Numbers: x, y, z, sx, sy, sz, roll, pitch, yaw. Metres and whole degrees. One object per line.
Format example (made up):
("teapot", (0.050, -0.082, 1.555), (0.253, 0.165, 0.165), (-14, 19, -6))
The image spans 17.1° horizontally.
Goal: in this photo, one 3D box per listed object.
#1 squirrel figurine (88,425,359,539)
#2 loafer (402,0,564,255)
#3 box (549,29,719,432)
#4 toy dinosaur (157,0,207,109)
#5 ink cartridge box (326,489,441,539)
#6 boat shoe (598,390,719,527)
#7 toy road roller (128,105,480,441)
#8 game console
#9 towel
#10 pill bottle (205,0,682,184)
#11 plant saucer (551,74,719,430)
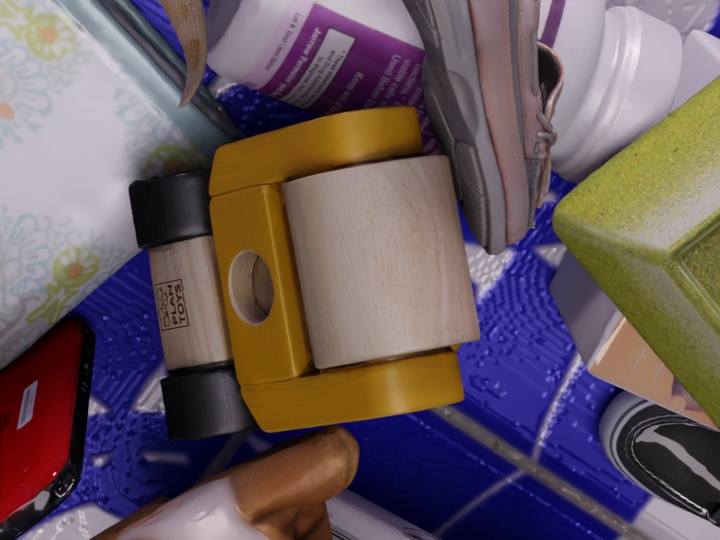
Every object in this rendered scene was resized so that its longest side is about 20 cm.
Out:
("squirrel figurine", (-0.050, 0.190, 1.047), (0.141, 0.200, 0.187), (-30, 93, -27))
("loafer", (0.059, -0.081, 0.967), (0.063, 0.072, 0.200), (-23, 142, -5))
("box", (0.217, 0.004, 1.141), (0.199, 0.106, 0.153), (23, 107, -15))
("toy dinosaur", (-0.088, -0.159, 1.039), (0.101, 0.058, 0.200), (-35, 69, 2))
("ink cartridge box", (0.012, 0.198, 1.127), (0.086, 0.199, 0.147), (27, 89, -60))
("boat shoe", (0.215, 0.113, 1.211), (0.199, 0.057, 0.069), (23, 108, -15))
("toy road roller", (0.000, 0.000, 1.053), (0.145, 0.200, 0.124), (-9, 88, -38))
("game console", (-0.163, 0.140, 1.096), (0.172, 0.200, 0.119), (-37, 108, 8))
("towel", (-0.175, -0.072, 1.098), (0.171, 0.048, 0.200), (-39, 111, 12))
("pill bottle", (0.039, -0.107, 1.073), (0.199, 0.112, 0.113), (21, 108, -14))
("plant saucer", (0.220, -0.007, 1.054), (0.199, 0.048, 0.200), (-38, 110, 9))
